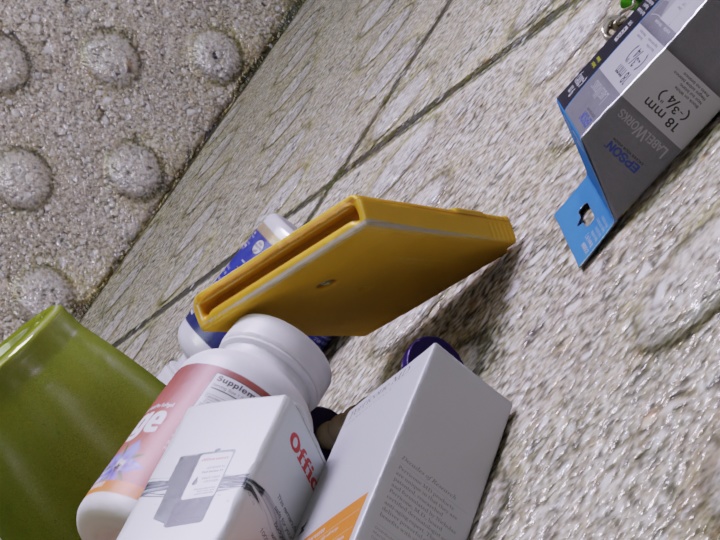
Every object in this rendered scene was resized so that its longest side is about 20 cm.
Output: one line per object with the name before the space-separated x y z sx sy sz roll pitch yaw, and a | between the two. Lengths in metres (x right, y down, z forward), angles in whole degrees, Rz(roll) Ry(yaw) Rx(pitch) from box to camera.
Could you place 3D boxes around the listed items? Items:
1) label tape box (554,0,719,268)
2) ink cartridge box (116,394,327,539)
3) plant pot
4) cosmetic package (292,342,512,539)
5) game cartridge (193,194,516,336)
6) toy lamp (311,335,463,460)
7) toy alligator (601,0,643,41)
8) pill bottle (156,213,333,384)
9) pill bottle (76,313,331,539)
label tape box | 0.189 -0.113 1.330 0.200 0.063 0.144 -49 11 11
ink cartridge box | -0.082 0.197 1.185 0.083 0.147 0.200 -6 34 26
plant pot | -0.218 0.137 1.452 0.200 0.193 0.200 -38 10 8
cosmetic package | 0.017 0.150 1.170 0.101 0.071 0.200 -42 15 39
game cartridge | 0.000 0.000 1.435 0.176 0.033 0.200 -31 -20 32
toy lamp | 0.001 0.109 1.397 0.200 0.058 0.058 -34 21 49
toy alligator | 0.240 -0.238 1.556 0.200 0.059 0.054 -60 -27 -32
pill bottle | -0.098 0.059 1.757 0.200 0.120 0.120 -51 12 3
pill bottle | -0.104 0.129 1.345 0.112 0.112 0.200 -34 17 54
